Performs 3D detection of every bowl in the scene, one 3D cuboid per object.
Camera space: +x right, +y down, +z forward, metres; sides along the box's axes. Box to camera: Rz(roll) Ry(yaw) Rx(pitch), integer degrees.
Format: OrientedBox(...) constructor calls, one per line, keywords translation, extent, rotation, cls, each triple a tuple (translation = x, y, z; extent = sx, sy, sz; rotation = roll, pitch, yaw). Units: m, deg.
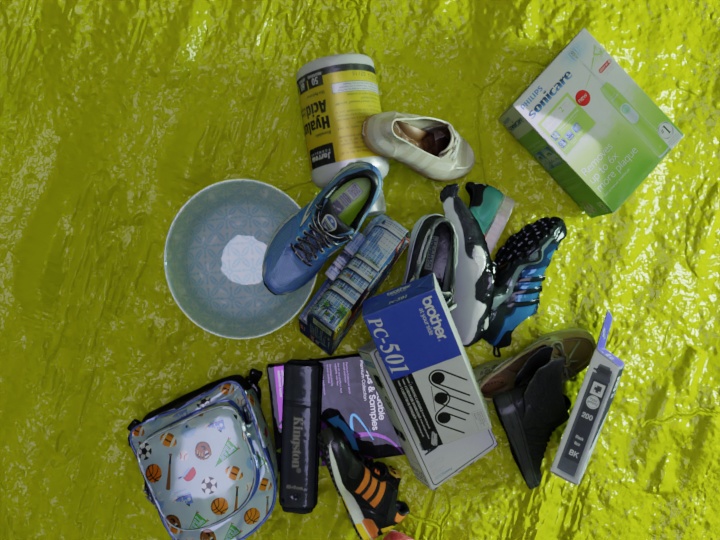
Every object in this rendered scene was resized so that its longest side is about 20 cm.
OrientedBox(translation=(-0.155, -0.013, 0.903), extent=(0.194, 0.108, 0.207), rotation=(0, 89, -8), cls="bowl")

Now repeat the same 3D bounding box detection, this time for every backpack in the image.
OrientedBox(translation=(-0.191, 0.256, 0.881), extent=(0.196, 0.154, 0.195), rotation=(-24, 95, 0), cls="backpack")

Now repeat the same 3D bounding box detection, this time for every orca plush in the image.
OrientedBox(translation=(0.143, -0.008, 0.886), extent=(0.070, 0.105, 0.205), rotation=(-2, 70, -39), cls="orca plush")

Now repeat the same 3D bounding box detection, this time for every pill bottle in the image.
OrientedBox(translation=(-0.019, -0.173, 0.910), extent=(0.108, 0.111, 0.206), rotation=(-10, 90, -2), cls="pill bottle")

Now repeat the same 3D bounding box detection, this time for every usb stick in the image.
OrientedBox(translation=(-0.080, 0.220, 0.911), extent=(0.054, 0.033, 0.207), rotation=(2, 91, -1), cls="usb stick")

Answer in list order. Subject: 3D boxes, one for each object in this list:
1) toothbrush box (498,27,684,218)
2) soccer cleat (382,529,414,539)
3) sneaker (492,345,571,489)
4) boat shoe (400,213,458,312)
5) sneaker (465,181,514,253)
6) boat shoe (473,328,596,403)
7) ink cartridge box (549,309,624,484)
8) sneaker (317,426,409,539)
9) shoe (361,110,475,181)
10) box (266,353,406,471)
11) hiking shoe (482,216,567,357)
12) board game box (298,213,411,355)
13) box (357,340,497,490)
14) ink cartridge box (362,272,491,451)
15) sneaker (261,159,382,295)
OrientedBox(translation=(0.314, -0.198, 0.937), extent=(0.146, 0.086, 0.200), rotation=(-44, 90, -2), cls="toothbrush box")
OrientedBox(translation=(0.107, 0.420, 0.917), extent=(0.198, 0.076, 0.068), rotation=(35, 87, -16), cls="soccer cleat")
OrientedBox(translation=(0.243, 0.203, 0.912), extent=(0.102, 0.060, 0.203), rotation=(-24, 117, 1), cls="sneaker")
OrientedBox(translation=(0.087, 0.034, 0.837), extent=(0.071, 0.068, 0.205), rotation=(11, 96, -12), cls="boat shoe")
OrientedBox(translation=(0.136, -0.026, 0.941), extent=(0.078, 0.071, 0.204), rotation=(27, 83, 2), cls="sneaker")
OrientedBox(translation=(0.244, 0.140, 0.943), extent=(0.196, 0.063, 0.075), rotation=(-24, 90, -3), cls="boat shoe")
OrientedBox(translation=(0.305, 0.158, 0.875), extent=(0.042, 0.197, 0.205), rotation=(19, 92, 23), cls="ink cartridge box")
OrientedBox(translation=(0.008, 0.273, 0.909), extent=(0.088, 0.070, 0.204), rotation=(-24, 119, -9), cls="sneaker")
OrientedBox(translation=(0.090, -0.164, 0.896), extent=(0.196, 0.053, 0.072), rotation=(7, 79, -39), cls="shoe")
OrientedBox(translation=(-0.027, 0.193, 0.947), extent=(0.194, 0.036, 0.148), rotation=(-7, 90, -4), cls="box")
OrientedBox(translation=(0.224, 0.016, 0.949), extent=(0.086, 0.074, 0.201), rotation=(41, 90, -22), cls="hiking shoe")
OrientedBox(translation=(0.000, 0.000, 0.888), extent=(0.061, 0.200, 0.202), rotation=(35, 75, 5), cls="board game box")
OrientedBox(translation=(0.090, 0.171, 0.912), extent=(0.115, 0.060, 0.204), rotation=(-28, 96, -18), cls="box")
OrientedBox(translation=(0.081, 0.113, 0.811), extent=(0.092, 0.044, 0.204), rotation=(-20, 112, 11), cls="ink cartridge box")
OrientedBox(translation=(-0.049, -0.054, 0.818), extent=(0.078, 0.089, 0.201), rotation=(40, 92, -6), cls="sneaker")
